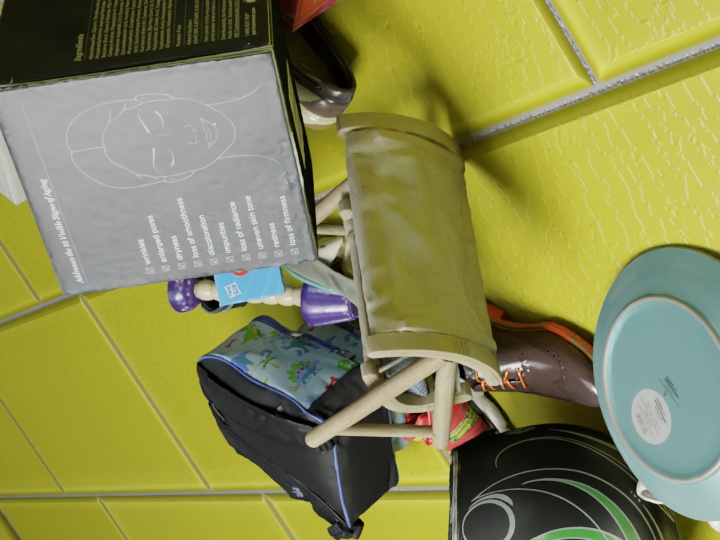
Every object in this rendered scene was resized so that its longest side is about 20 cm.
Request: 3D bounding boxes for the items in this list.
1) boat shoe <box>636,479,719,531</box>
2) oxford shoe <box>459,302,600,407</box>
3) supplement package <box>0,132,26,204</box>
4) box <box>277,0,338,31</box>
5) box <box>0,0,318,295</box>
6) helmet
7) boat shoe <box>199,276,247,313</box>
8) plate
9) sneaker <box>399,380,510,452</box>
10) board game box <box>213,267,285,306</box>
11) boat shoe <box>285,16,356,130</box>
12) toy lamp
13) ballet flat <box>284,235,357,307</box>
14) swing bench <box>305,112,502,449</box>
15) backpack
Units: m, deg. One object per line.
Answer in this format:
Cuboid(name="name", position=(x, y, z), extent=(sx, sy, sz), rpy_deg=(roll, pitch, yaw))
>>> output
Cuboid(name="boat shoe", position=(0.279, 0.162, 1.137), extent=(0.071, 0.069, 0.200), rpy_deg=(35, 164, -23))
Cuboid(name="oxford shoe", position=(0.129, 0.083, 1.290), extent=(0.200, 0.073, 0.071), rpy_deg=(17, 136, 49))
Cuboid(name="supplement package", position=(-0.412, -0.189, 1.757), extent=(0.200, 0.121, 0.120), rpy_deg=(34, 148, 33))
Cuboid(name="box", position=(-0.075, -0.288, 1.147), extent=(0.200, 0.100, 0.096), rpy_deg=(44, 152, 16))
Cuboid(name="box", position=(-0.143, -0.101, 1.126), extent=(0.124, 0.196, 0.200), rpy_deg=(-96, -3, -47))
Cuboid(name="helmet", position=(0.167, 0.226, 1.272), extent=(0.190, 0.200, 0.200), rpy_deg=(1, 138, 3))
Cuboid(name="boat shoe", position=(-0.123, -0.013, 1.580), extent=(0.073, 0.062, 0.200), rpy_deg=(50, 151, 12))
Cuboid(name="plate", position=(0.227, 0.083, 1.111), extent=(0.200, 0.026, 0.201), rpy_deg=(21, 116, 53))
Cuboid(name="sneaker", position=(0.075, 0.139, 1.426), extent=(0.077, 0.085, 0.200), rpy_deg=(-7, 116, 61))
Cuboid(name="board game box", position=(-0.111, -0.082, 1.333), extent=(0.200, 0.056, 0.196), rpy_deg=(-124, 23, -83))
Cuboid(name="boat shoe", position=(-0.070, -0.210, 1.274), extent=(0.200, 0.073, 0.065), rpy_deg=(49, 142, -1))
Cuboid(name="toy lamp", position=(-0.092, 0.024, 1.523), extent=(0.200, 0.058, 0.058), rpy_deg=(4, 129, 28))
Cuboid(name="ballet flat", position=(0.000, 0.000, 1.418), extent=(0.200, 0.067, 0.064), rpy_deg=(33, 117, 46))
Cuboid(name="swing bench", position=(0.029, 0.013, 1.215), extent=(0.200, 0.130, 0.199), rpy_deg=(121, 146, -58))
Cuboid(name="backpack", position=(-0.053, 0.134, 1.549), extent=(0.200, 0.147, 0.183), rpy_deg=(25, 142, 35))
